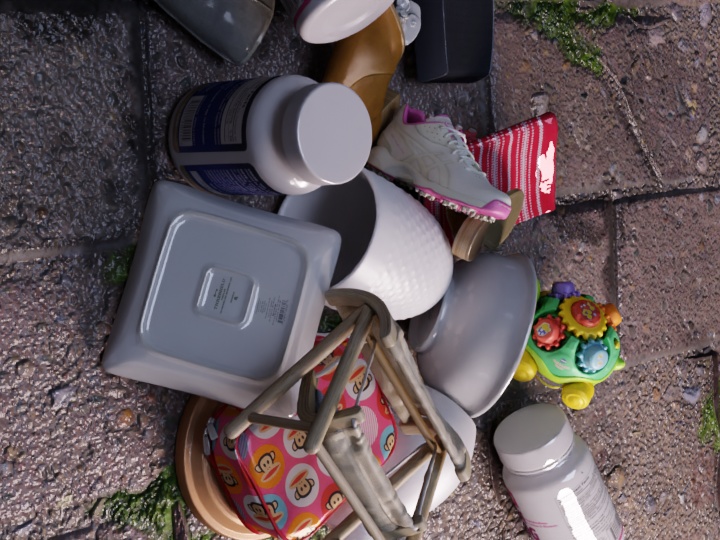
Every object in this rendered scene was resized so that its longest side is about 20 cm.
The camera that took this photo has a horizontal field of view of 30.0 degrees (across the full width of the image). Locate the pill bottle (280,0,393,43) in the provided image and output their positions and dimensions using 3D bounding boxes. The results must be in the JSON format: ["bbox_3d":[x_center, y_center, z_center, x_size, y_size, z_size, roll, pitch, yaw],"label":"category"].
[{"bbox_3d":[-0.053,-0.339,1.345,0.113,0.113,0.201,-18,75,-40],"label":"pill bottle"}]

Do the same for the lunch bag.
[{"bbox_3d":[-0.063,0.162,1.392,0.200,0.082,0.177,-39,116,-33],"label":"lunch bag"}]

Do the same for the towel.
[{"bbox_3d":[0.153,-0.097,1.593,0.199,0.022,0.145,-24,131,-25],"label":"towel"}]

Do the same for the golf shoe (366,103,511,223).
[{"bbox_3d":[0.089,-0.117,1.434,0.075,0.200,0.092,20,97,-50],"label":"golf shoe"}]

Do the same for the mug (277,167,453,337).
[{"bbox_3d":[0.000,0.000,1.456,0.175,0.148,0.200,24,106,-47],"label":"mug"}]

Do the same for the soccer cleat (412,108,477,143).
[{"bbox_3d":[0.103,-0.132,1.590,0.199,0.067,0.077,15,118,-49],"label":"soccer cleat"}]

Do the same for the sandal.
[{"bbox_3d":[0.127,-0.065,1.528,0.078,0.069,0.212,-68,166,19],"label":"sandal"}]

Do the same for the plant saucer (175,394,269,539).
[{"bbox_3d":[-0.107,0.187,1.430,0.200,0.032,0.202,-3,95,-43],"label":"plant saucer"}]

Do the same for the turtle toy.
[{"bbox_3d":[0.242,0.068,1.669,0.199,0.101,0.146,27,48,1],"label":"turtle toy"}]

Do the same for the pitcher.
[{"bbox_3d":[0.049,0.245,1.532,0.200,0.121,0.172,-52,144,-15],"label":"pitcher"}]

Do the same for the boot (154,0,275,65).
[{"bbox_3d":[-0.160,-0.322,1.324,0.199,0.072,0.183,22,91,-34],"label":"boot"}]

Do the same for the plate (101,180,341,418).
[{"bbox_3d":[-0.133,0.027,1.322,0.199,0.032,0.201,16,78,-7],"label":"plate"}]

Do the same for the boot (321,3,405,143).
[{"bbox_3d":[-0.019,-0.198,1.428,0.144,0.071,0.202,-46,145,-30],"label":"boot"}]

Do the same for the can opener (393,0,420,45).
[{"bbox_3d":[-0.016,-0.305,1.468,0.199,0.066,0.053,26,71,-31],"label":"can opener"}]

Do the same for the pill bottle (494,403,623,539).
[{"bbox_3d":[0.247,0.274,1.691,0.113,0.113,0.201,-43,119,-32],"label":"pill bottle"}]

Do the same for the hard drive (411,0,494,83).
[{"bbox_3d":[0.110,-0.322,1.576,0.135,0.042,0.201,-10,99,-53],"label":"hard drive"}]

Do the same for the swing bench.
[{"bbox_3d":[0.006,0.156,1.302,0.200,0.129,0.199,-52,127,-31],"label":"swing bench"}]

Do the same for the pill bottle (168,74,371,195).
[{"bbox_3d":[-0.089,-0.131,1.313,0.115,0.199,0.117,-4,96,-42],"label":"pill bottle"}]

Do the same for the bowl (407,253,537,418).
[{"bbox_3d":[0.114,0.061,1.538,0.090,0.201,0.202,19,79,-16],"label":"bowl"}]
